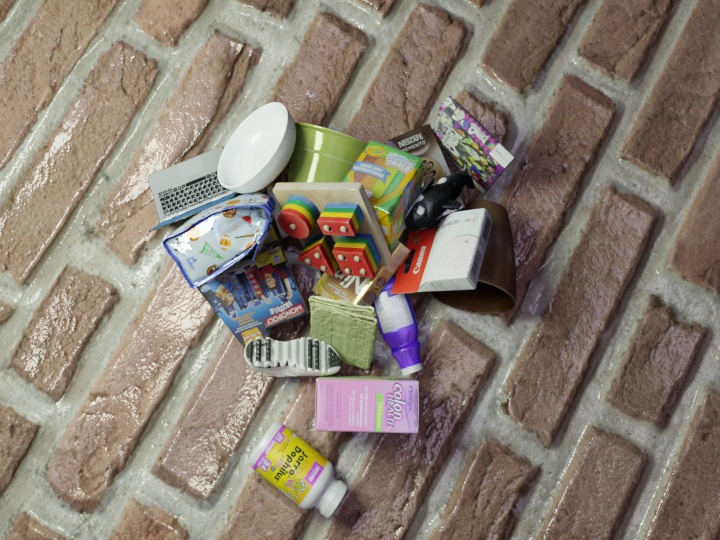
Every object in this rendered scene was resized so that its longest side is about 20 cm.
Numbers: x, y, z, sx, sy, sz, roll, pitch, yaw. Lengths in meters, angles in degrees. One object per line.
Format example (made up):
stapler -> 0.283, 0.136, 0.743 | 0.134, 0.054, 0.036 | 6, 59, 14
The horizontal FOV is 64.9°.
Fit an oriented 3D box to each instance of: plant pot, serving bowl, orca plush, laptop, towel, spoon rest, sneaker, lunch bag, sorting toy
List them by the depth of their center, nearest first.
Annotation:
lunch bag -> -0.247, -0.071, 1.077 | 0.197, 0.170, 0.125 | -32, 105, 2
sorting toy -> -0.062, -0.069, 1.094 | 0.195, 0.202, 0.070 | 5, 51, 29
serving bowl -> -0.199, -0.236, 1.143 | 0.197, 0.066, 0.204 | -24, 49, 29
orca plush -> 0.178, -0.136, 1.146 | 0.071, 0.107, 0.198 | 35, 46, 31
towel -> -0.034, 0.126, 1.149 | 0.145, 0.202, 0.037 | 15, 50, 9
sneaker -> -0.138, 0.184, 1.157 | 0.194, 0.082, 0.077 | 7, 54, -5
plant pot -> 0.249, -0.038, 1.194 | 0.182, 0.188, 0.205 | 14, 70, 1
laptop -> -0.367, -0.179, 1.207 | 0.183, 0.116, 0.204 | -21, 71, -4
plant pot -> -0.083, -0.190, 1.208 | 0.195, 0.200, 0.195 | 16, 93, 2
spoon rest -> -0.183, -0.011, 1.226 | 0.195, 0.100, 0.062 | 10, 48, -10

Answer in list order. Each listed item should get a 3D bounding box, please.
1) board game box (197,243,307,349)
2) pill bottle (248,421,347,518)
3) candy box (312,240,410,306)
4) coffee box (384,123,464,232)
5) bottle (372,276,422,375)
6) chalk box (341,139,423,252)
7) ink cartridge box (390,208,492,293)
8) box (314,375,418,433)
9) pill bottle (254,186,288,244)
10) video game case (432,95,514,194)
board game box -> -0.213, 0.068, 1.173 | 0.196, 0.062, 0.204 | -19, 107, 8
pill bottle -> -0.124, 0.408, 1.149 | 0.198, 0.104, 0.105 | 36, 83, 4
candy box -> 0.000, 0.000, 1.195 | 0.115, 0.055, 0.202 | 40, 95, 33
coffee box -> 0.137, -0.202, 1.252 | 0.111, 0.080, 0.204 | -22, 83, -3
bottle -> 0.082, 0.119, 1.212 | 0.082, 0.065, 0.205 | -19, 82, 8
chalk box -> 0.051, -0.166, 1.140 | 0.122, 0.125, 0.202 | 21, 60, 17
ink cartridge box -> 0.151, -0.036, 1.119 | 0.196, 0.057, 0.165 | -2, 54, 35
box -> 0.011, 0.264, 1.135 | 0.194, 0.176, 0.099 | 1, 82, -1
pill bottle -> -0.260, -0.097, 1.216 | 0.195, 0.113, 0.115 | -19, 82, -3
video game case -> 0.229, -0.260, 1.202 | 0.036, 0.200, 0.181 | -45, 85, -5
